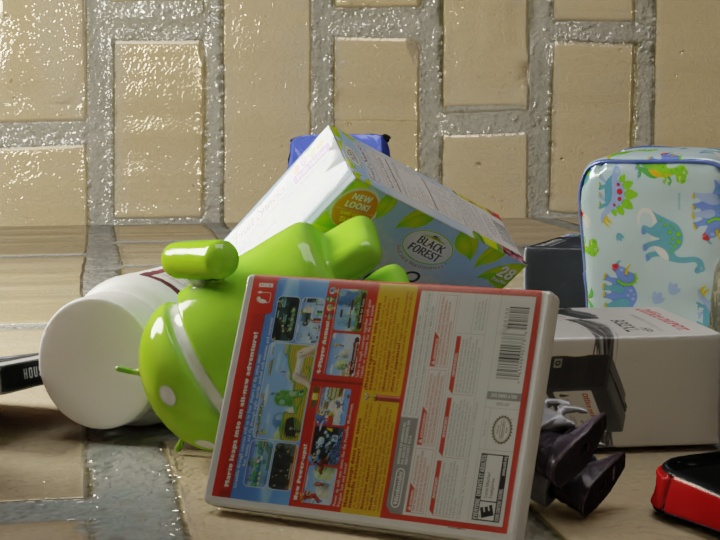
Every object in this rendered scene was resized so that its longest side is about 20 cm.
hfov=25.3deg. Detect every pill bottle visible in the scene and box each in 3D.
[{"bbox_3d":[-0.154,0.056,1.229,0.114,0.115,0.200,2,7,20],"label":"pill bottle"}]

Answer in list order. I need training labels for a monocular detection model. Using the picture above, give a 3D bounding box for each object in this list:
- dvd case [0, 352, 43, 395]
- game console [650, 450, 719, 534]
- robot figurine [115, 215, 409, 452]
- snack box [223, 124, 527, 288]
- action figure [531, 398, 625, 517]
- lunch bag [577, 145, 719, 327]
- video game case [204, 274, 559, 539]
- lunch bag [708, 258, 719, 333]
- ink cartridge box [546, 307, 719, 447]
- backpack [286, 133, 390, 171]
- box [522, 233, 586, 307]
[{"bbox_3d":[-0.320,0.085,1.225,0.199,0.025,0.150,-7,1,19],"label":"dvd case"},{"bbox_3d":[0.288,0.134,0.921,0.199,0.031,0.177,-4,11,-26],"label":"game console"},{"bbox_3d":[-0.062,0.045,1.082,0.200,0.176,0.116,-31,20,7],"label":"robot figurine"},{"bbox_3d":[0.000,0.000,1.219,0.200,0.169,0.068,24,29,-43],"label":"snack box"},{"bbox_3d":[0.056,0.088,0.977,0.200,0.130,0.069,19,53,31],"label":"action figure"},{"bbox_3d":[0.274,-0.004,1.373,0.160,0.201,0.082,2,13,37],"label":"lunch bag"},{"bbox_3d":[0.010,0.076,0.926,0.199,0.143,0.017,3,-15,28],"label":"video game case"},{"bbox_3d":[0.351,0.052,1.122,0.199,0.140,0.168,3,8,4],"label":"lunch bag"},{"bbox_3d":[0.145,0.076,1.168,0.199,0.084,0.145,-1,6,-7],"label":"ink cartridge box"},{"bbox_3d":[-0.031,-0.097,2.435,0.162,0.168,0.200,5,-25,11],"label":"backpack"},{"bbox_3d":[0.272,0.025,1.534,0.199,0.107,0.148,2,7,23],"label":"box"}]
